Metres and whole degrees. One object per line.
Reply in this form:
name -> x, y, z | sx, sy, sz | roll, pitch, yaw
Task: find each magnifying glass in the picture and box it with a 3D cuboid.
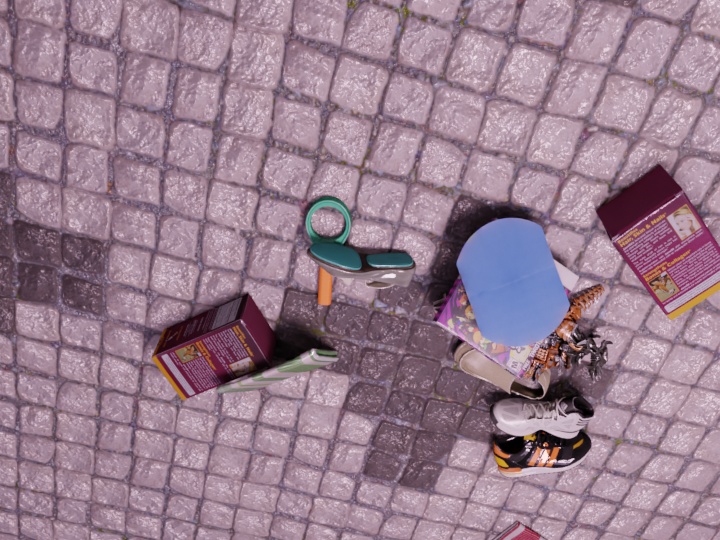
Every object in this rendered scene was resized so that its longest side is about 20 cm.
magnifying glass -> -0.058, -0.031, 1.198 | 0.077, 0.023, 0.205 | 4, 121, -1

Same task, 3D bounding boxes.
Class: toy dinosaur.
toy dinosaur -> 0.370, 0.122, 1.227 | 0.134, 0.103, 0.201 | 34, 116, -12

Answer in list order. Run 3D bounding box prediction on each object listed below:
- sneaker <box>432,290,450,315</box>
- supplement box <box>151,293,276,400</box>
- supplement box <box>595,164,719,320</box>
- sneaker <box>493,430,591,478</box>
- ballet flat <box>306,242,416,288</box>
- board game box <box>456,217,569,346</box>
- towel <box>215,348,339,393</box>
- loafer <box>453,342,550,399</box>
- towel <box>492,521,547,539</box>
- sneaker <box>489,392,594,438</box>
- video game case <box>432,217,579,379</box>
sneaker -> 0.225, 0.083, 1.225 | 0.193, 0.078, 0.087 | 0, 126, 2
supplement box -> -0.266, 0.141, 1.266 | 0.195, 0.087, 0.112 | -22, 118, 14
supplement box -> 0.497, -0.043, 1.124 | 0.130, 0.104, 0.200 | -35, 114, 20
sneaker -> 0.360, 0.351, 1.375 | 0.195, 0.071, 0.092 | -17, 122, 14
ballet flat -> 0.000, 0.000, 1.174 | 0.194, 0.068, 0.065 | 6, 126, -15
board game box -> 0.242, 0.021, 1.122 | 0.154, 0.039, 0.206 | -20, 86, -5
towel -> -0.148, 0.184, 1.266 | 0.195, 0.152, 0.024 | -20, 78, 12
loafer -> 0.269, 0.183, 1.282 | 0.194, 0.069, 0.077 | 16, 120, -7
towel -> 0.383, 0.663, 1.583 | 0.198, 0.023, 0.144 | 35, 114, -17
sneaker -> 0.349, 0.258, 1.302 | 0.194, 0.077, 0.116 | 8, 143, -13
video game case -> 0.245, 0.047, 1.159 | 0.179, 0.036, 0.203 | 33, 87, -6
